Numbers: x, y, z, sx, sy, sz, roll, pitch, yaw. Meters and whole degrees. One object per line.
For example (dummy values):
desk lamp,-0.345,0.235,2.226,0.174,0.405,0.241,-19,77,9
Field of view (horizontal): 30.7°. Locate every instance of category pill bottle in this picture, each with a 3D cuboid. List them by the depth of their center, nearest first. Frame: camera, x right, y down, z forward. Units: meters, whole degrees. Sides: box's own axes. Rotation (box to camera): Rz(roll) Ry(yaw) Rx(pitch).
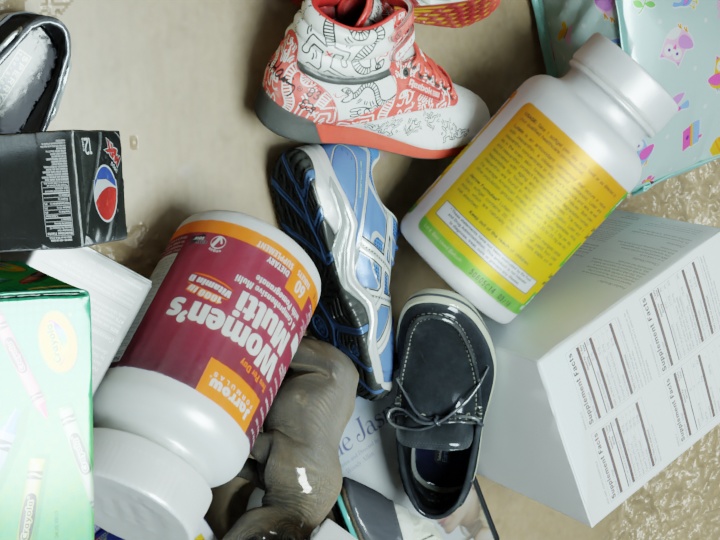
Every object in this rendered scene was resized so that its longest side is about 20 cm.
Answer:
pill bottle,-0.108,0.068,0.839,0.110,0.109,0.201,46,51,-30
pill bottle,0.132,-0.069,0.951,0.111,0.111,0.200,36,101,-32

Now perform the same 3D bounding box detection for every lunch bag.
lunch bag,0.238,-0.172,1.054,0.169,0.122,0.202,-21,104,-29

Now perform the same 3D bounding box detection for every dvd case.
dvd case,0.027,0.175,1.038,0.142,0.018,0.201,-32,114,-24

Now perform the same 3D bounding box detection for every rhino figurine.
rhino figurine,-0.053,0.129,0.896,0.087,0.060,0.201,8,57,4

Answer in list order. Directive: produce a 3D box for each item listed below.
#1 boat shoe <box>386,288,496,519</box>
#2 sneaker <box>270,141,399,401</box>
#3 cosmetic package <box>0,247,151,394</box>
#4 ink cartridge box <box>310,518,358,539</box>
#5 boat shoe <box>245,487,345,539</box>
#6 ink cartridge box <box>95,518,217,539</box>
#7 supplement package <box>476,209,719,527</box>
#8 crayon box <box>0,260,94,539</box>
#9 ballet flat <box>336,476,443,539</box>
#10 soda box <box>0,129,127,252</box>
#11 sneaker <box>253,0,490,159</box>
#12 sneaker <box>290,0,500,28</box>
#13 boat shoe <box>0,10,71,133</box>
boat shoe,0.059,0.102,0.959,0.062,0.074,0.201,-69,162,-52
sneaker,0.000,0.000,0.954,0.077,0.075,0.202,-25,113,-33
cosmetic package,-0.223,0.070,0.803,0.090,0.107,0.201,29,84,-33
ink cartridge box,-0.042,0.274,0.840,0.200,0.086,0.147,-52,162,-15
boat shoe,-0.027,0.247,0.981,0.074,0.060,0.202,-35,117,-51
ink cartridge box,-0.150,0.232,0.897,0.136,0.076,0.201,-38,119,-21
supplement package,0.183,0.067,1.040,0.199,0.151,0.152,-32,115,-25
crayon box,-0.188,0.102,0.698,0.058,0.119,0.202,-3,99,-30
ballet flat,0.036,0.230,0.999,0.073,0.073,0.201,-31,120,-25
soda box,-0.234,-0.041,0.726,0.198,0.071,0.064,-2,95,12
sneaker,0.030,-0.142,0.927,0.200,0.067,0.108,0,133,-33
sneaker,0.008,-0.223,0.936,0.199,0.073,0.078,4,66,-31
boat shoe,-0.233,-0.066,0.794,0.072,0.068,0.201,34,80,-32
